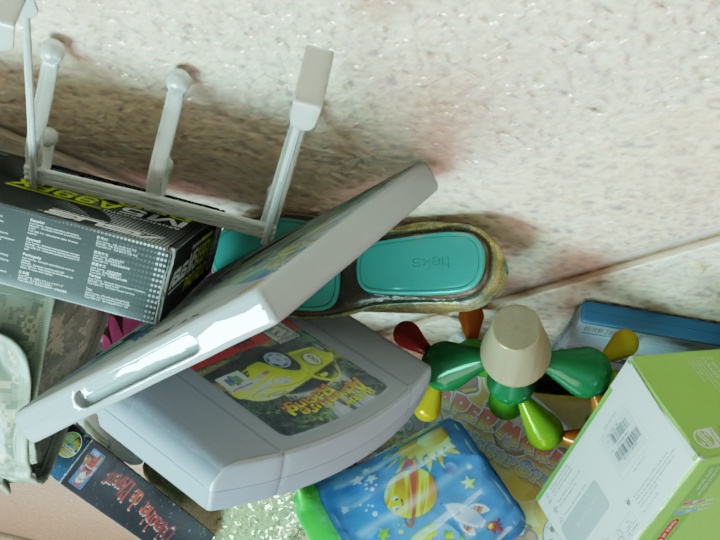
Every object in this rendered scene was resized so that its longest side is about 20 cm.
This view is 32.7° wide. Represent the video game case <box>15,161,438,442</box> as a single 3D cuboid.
[{"bbox_3d":[-0.067,0.013,0.670,0.182,0.200,0.022,-26,98,32],"label":"video game case"}]

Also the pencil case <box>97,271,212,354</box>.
[{"bbox_3d":[-0.144,0.034,0.923,0.091,0.094,0.200,-28,175,-29],"label":"pencil case"}]

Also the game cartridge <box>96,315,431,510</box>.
[{"bbox_3d":[-0.052,0.075,0.756,0.133,0.041,0.200,34,-146,28],"label":"game cartridge"}]

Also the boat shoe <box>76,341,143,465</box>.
[{"bbox_3d":[-0.237,0.108,1.066,0.073,0.067,0.200,10,-171,-34],"label":"boat shoe"}]

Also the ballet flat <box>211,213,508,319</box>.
[{"bbox_3d":[0.000,0.000,0.798,0.199,0.071,0.071,1,157,22],"label":"ballet flat"}]

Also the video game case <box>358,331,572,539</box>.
[{"bbox_3d":[0.089,0.178,0.936,0.200,0.182,0.023,42,-173,22],"label":"video game case"}]

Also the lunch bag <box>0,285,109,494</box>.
[{"bbox_3d":[-0.267,0.039,0.820,0.164,0.200,0.118,7,158,10],"label":"lunch bag"}]

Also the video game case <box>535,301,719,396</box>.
[{"bbox_3d":[0.217,0.075,0.950,0.143,0.018,0.200,10,159,-1],"label":"video game case"}]

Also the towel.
[{"bbox_3d":[-0.087,0.150,0.971,0.200,0.148,0.036,-53,165,28],"label":"towel"}]

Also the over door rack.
[{"bbox_3d":[-0.096,-0.083,0.614,0.147,0.067,0.200,13,161,-7],"label":"over door rack"}]

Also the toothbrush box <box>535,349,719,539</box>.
[{"bbox_3d":[0.241,0.129,0.819,0.200,0.086,0.146,-2,134,-29],"label":"toothbrush box"}]

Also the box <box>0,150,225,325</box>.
[{"bbox_3d":[-0.189,-0.030,0.702,0.199,0.044,0.160,15,-170,1],"label":"box"}]

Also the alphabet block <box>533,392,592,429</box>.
[{"bbox_3d":[0.148,0.211,1.030,0.196,0.201,0.195,5,169,18],"label":"alphabet block"}]

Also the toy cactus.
[{"bbox_3d":[0.108,0.059,0.825,0.199,0.102,0.165,13,159,11],"label":"toy cactus"}]

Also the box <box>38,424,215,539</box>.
[{"bbox_3d":[-0.206,0.148,0.927,0.136,0.038,0.200,27,163,32],"label":"box"}]

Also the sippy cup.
[{"bbox_3d":[0.042,0.178,0.874,0.130,0.140,0.178,-37,135,0],"label":"sippy cup"}]
